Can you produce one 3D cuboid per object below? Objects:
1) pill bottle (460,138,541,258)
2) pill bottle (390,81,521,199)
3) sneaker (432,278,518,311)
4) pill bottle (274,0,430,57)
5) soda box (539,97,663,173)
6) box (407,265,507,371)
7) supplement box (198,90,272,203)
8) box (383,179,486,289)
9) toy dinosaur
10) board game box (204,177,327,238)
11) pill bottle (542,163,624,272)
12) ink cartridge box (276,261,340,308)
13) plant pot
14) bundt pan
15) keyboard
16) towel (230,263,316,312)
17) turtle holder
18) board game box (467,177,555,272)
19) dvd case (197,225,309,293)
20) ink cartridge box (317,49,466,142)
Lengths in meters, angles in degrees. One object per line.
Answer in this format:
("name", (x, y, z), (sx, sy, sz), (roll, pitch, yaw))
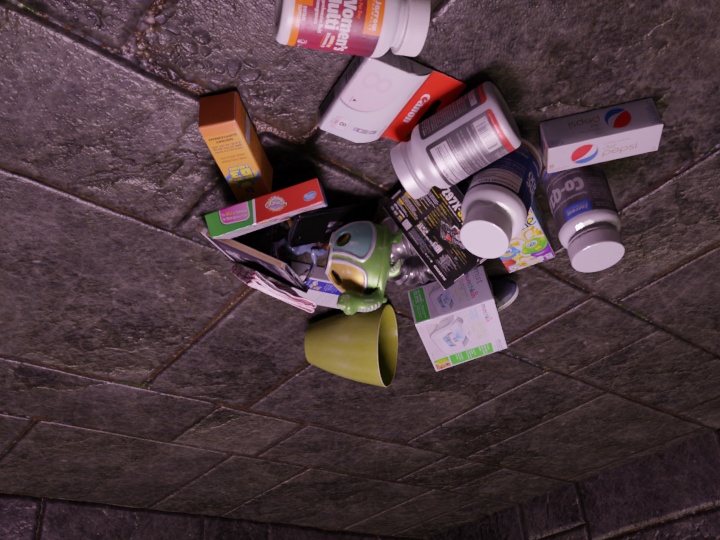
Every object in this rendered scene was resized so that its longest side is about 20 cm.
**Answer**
("pill bottle", (0.231, -0.122, 1.198), (0.108, 0.202, 0.112), (16, 142, 13))
("pill bottle", (0.153, -0.208, 1.175), (0.197, 0.118, 0.115), (-28, 142, 23))
("sneaker", (0.250, 0.044, 1.618), (0.198, 0.079, 0.146), (-17, 148, 17))
("pill bottle", (-0.012, -0.346, 0.955), (0.194, 0.112, 0.110), (4, 146, -15))
("soda box", (0.413, -0.233, 1.244), (0.194, 0.065, 0.069), (-11, 147, 7))
("box", (0.212, 0.105, 1.552), (0.172, 0.098, 0.202), (-18, 140, 8))
("supplement box", (-0.202, -0.198, 1.184), (0.065, 0.070, 0.201), (-10, 150, 7))
("box", (0.154, -0.089, 1.309), (0.159, 0.201, 0.049), (-41, 175, 40))
("toy dinosaur", (-0.093, -0.047, 1.407), (0.177, 0.107, 0.201), (1, 142, -30))
("board game box", (-0.156, -0.104, 1.240), (0.195, 0.041, 0.153), (-18, -178, 0))
("pill bottle", (0.405, -0.108, 1.303), (0.110, 0.204, 0.115), (-4, 147, -3))
("ink cartridge box", (-0.082, 0.037, 1.585), (0.196, 0.040, 0.100), (14, 142, -25))
("plant pot", (-0.027, 0.174, 1.700), (0.194, 0.191, 0.188), (0, 150, 18))
("bundt pan", (0.112, -0.037, 1.475), (0.196, 0.077, 0.204), (-4, 146, -3))
("keyboard", (-0.060, -0.089, 1.359), (0.196, 0.040, 0.105), (-12, 141, -38))
("towel", (-0.175, 0.030, 1.430), (0.144, 0.031, 0.199), (26, 178, -22))
("turtle holder", (-0.001, -0.001, 1.334), (0.128, 0.191, 0.141), (12, 167, -7))
("board game box", (0.293, -0.100, 1.384), (0.101, 0.107, 0.200), (-20, 144, 20))
("dvd case", (-0.202, -0.020, 1.375), (0.196, 0.016, 0.149), (22, 168, 20))
("ink cartridge box", (0.052, -0.263, 1.150), (0.196, 0.058, 0.163), (18, 140, -26))
